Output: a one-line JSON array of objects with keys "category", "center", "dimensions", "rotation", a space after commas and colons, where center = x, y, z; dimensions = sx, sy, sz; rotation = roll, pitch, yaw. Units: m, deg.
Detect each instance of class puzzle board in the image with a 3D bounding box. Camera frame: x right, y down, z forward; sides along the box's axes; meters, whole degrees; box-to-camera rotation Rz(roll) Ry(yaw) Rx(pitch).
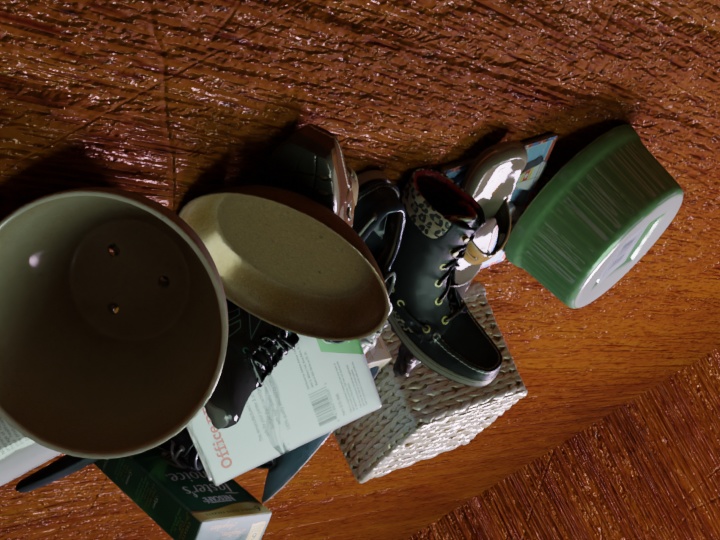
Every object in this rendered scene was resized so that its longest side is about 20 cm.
[{"category": "puzzle board", "center": [0.122, -0.054, 1.552], "dimensions": [0.149, 0.017, 0.201], "rotation": [-18, 148, -28]}]

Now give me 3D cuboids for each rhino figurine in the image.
[{"category": "rhino figurine", "center": [0.074, 0.052, 1.652], "dimensions": [0.088, 0.059, 0.201], "rotation": [-50, -173, 39]}]

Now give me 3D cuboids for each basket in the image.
[{"category": "basket", "center": [0.069, 0.142, 1.860], "dimensions": [0.198, 0.162, 0.198], "rotation": [-14, 159, -33]}]

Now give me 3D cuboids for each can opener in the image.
[{"category": "can opener", "center": [-0.300, 0.186, 1.585], "dimensions": [0.199, 0.064, 0.078], "rotation": [-34, 162, 16]}]

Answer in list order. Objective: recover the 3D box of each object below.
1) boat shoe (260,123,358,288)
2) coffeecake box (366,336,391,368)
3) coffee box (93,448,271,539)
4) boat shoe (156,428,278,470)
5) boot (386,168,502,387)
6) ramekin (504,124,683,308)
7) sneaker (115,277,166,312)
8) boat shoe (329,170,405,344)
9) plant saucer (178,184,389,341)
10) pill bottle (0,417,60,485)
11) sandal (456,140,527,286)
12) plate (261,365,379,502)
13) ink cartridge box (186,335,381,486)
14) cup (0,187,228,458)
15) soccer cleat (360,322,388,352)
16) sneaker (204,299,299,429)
[{"category": "boat shoe", "center": [-0.039, -0.064, 1.281], "dimensions": [0.074, 0.075, 0.201], "rotation": [-55, 167, -29]}, {"category": "coffeecake box", "center": [-0.088, 0.127, 1.722], "dimensions": [0.198, 0.074, 0.153], "rotation": [-12, 158, -40]}, {"category": "coffee box", "center": [-0.205, 0.238, 1.646], "dimensions": [0.122, 0.199, 0.044], "rotation": [6, 113, -52]}, {"category": "boat shoe", "center": [-0.182, 0.185, 1.617], "dimensions": [0.197, 0.068, 0.072], "rotation": [6, 144, 6]}, {"category": "boot", "center": [0.086, 0.009, 1.462], "dimensions": [0.073, 0.203, 0.154], "rotation": [-42, 173, -46]}, {"category": "ramekin", "center": [0.261, -0.053, 1.616], "dimensions": [0.199, 0.098, 0.201], "rotation": [-40, 163, -15]}, {"category": "sneaker", "center": [-0.175, 0.055, 1.357], "dimensions": [0.069, 0.091, 0.200], "rotation": [-29, 162, 6]}, {"category": "boat shoe", "center": [0.000, 0.000, 1.411], "dimensions": [0.074, 0.062, 0.202], "rotation": [-4, 131, -33]}, {"category": "plant saucer", "center": [-0.061, -0.013, 1.259], "dimensions": [0.036, 0.198, 0.201], "rotation": [-64, -178, -30]}, {"category": "pill bottle", "center": [-0.321, 0.127, 1.301], "dimensions": [0.198, 0.115, 0.114], "rotation": [-28, 163, 0]}, {"category": "sandal", "center": [0.125, -0.046, 1.493], "dimensions": [0.080, 0.054, 0.201], "rotation": [-15, 146, -33]}, {"category": "plate", "center": [-0.052, 0.177, 1.655], "dimensions": [0.201, 0.026, 0.200], "rotation": [-50, -179, 1]}, {"category": "ink cartridge box", "center": [-0.097, 0.109, 1.527], "dimensions": [0.198, 0.083, 0.148], "rotation": [-24, 119, -11]}, {"category": "cup", "center": [-0.190, 0.023, 1.132], "dimensions": [0.199, 0.202, 0.143], "rotation": [-31, -169, 11]}, {"category": "soccer cleat", "center": [0.006, 0.052, 1.629], "dimensions": [0.198, 0.087, 0.070], "rotation": [-29, 163, 2]}, {"category": "sneaker", "center": [-0.101, 0.062, 1.353], "dimensions": [0.078, 0.201, 0.076], "rotation": [-5, 130, 11]}]
